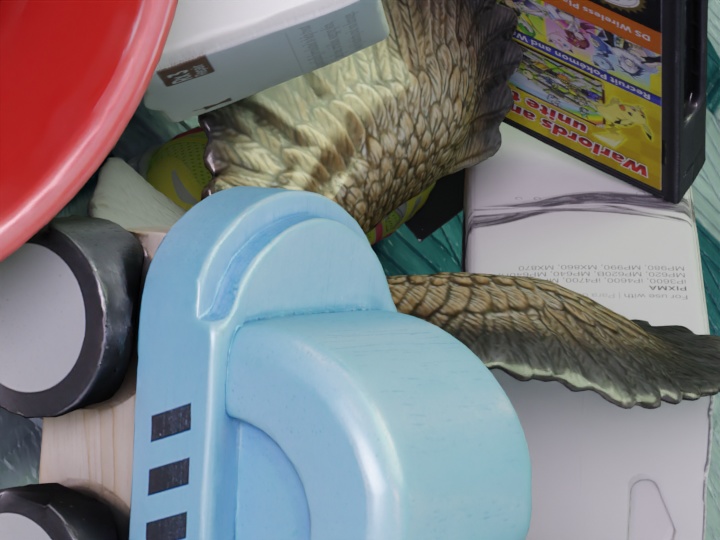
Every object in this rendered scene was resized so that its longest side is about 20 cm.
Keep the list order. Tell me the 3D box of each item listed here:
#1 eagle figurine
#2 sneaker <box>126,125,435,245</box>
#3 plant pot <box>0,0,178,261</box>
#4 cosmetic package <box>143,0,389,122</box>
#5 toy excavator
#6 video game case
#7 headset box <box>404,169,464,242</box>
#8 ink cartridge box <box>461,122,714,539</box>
[{"bbox_3d":[-0.002,-0.001,0.879,0.151,0.199,0.152,44,-22,62],"label":"eagle figurine"},{"bbox_3d":[-0.017,-0.036,1.032,0.078,0.090,0.200,54,21,-4],"label":"sneaker"},{"bbox_3d":[-0.150,-0.105,0.675,0.200,0.200,0.177,46,2,-23],"label":"plant pot"},{"bbox_3d":[-0.056,-0.148,0.779,0.102,0.074,0.201,50,20,-87],"label":"cosmetic package"},{"bbox_3d":[0.008,0.081,0.692,0.100,0.199,0.196,-3,96,-55],"label":"toy excavator"},{"bbox_3d":[0.023,-0.116,0.962,0.199,0.026,0.181,28,-22,19],"label":"video game case"},{"bbox_3d":[0.007,-0.113,1.204,0.149,0.075,0.200,49,15,-17],"label":"headset box"},{"bbox_3d":[0.076,0.035,1.052,0.200,0.084,0.146,-90,179,-60],"label":"ink cartridge box"}]
